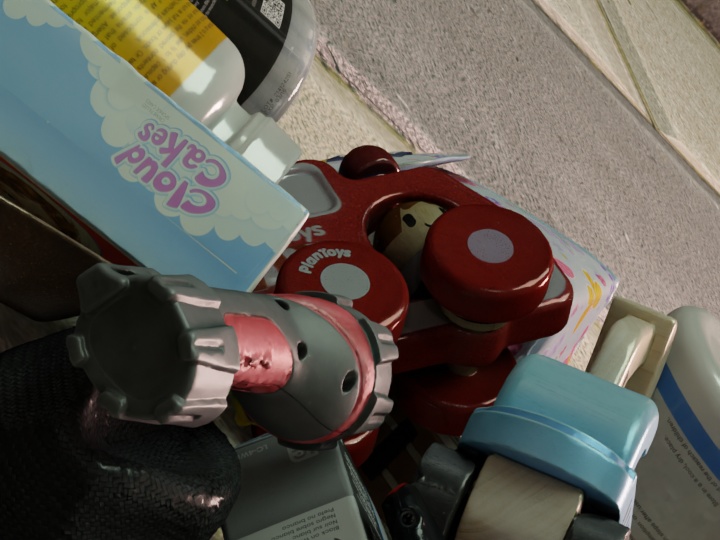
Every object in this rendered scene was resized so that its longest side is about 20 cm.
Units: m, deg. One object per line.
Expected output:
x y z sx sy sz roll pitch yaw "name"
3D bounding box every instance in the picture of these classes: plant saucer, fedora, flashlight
-0.180 -0.030 1.058 0.200 0.037 0.200 30 -3 2 "plant saucer"
-0.110 0.079 1.044 0.201 0.092 0.201 47 17 -19 "fedora"
-0.045 0.038 1.037 0.200 0.067 0.068 7 93 -71 "flashlight"

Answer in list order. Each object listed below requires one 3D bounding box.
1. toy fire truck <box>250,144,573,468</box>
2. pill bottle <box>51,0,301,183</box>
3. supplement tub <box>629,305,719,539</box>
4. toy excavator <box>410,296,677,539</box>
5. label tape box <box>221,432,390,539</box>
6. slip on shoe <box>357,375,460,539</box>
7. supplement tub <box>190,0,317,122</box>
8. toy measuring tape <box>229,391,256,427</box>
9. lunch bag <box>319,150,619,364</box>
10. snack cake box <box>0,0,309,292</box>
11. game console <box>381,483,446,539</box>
0.000 0.000 1.372 0.199 0.112 0.168 -14 51 -24 "toy fire truck"
-0.127 -0.096 1.278 0.200 0.113 0.113 44 17 -5 "pill bottle"
0.139 0.124 1.453 0.132 0.200 0.132 48 17 -20 "supplement tub"
0.106 0.080 1.276 0.100 0.200 0.195 23 -19 13 "toy excavator"
0.001 0.182 1.123 0.200 0.066 0.144 -111 178 -47 "label tape box"
0.033 0.117 1.411 0.200 0.076 0.061 54 15 28 "slip on shoe"
-0.125 -0.156 1.428 0.200 0.122 0.123 41 21 -40 "supplement tub"
-0.117 0.010 1.249 0.200 0.074 0.074 37 15 6 "toy measuring tape"
0.034 -0.006 1.548 0.200 0.127 0.170 32 12 12 "lunch bag"
-0.127 -0.052 1.153 0.200 0.067 0.115 39 -17 -4 "snack cake box"
0.060 0.207 1.119 0.177 0.031 0.201 71 0 -59 "game console"
